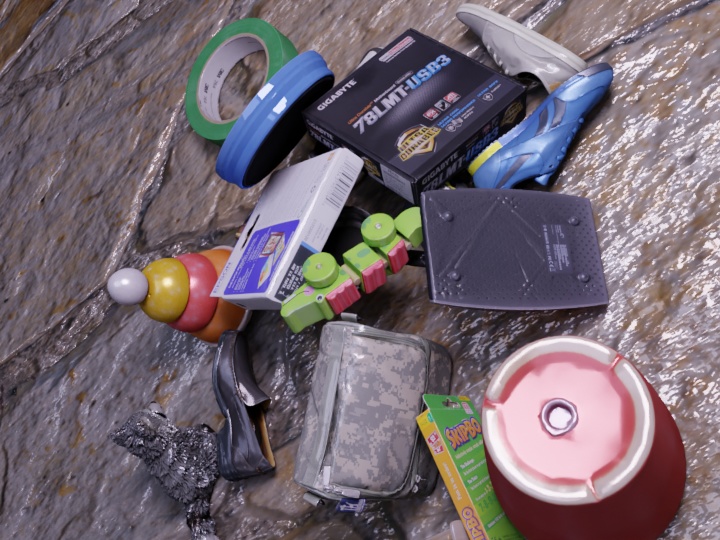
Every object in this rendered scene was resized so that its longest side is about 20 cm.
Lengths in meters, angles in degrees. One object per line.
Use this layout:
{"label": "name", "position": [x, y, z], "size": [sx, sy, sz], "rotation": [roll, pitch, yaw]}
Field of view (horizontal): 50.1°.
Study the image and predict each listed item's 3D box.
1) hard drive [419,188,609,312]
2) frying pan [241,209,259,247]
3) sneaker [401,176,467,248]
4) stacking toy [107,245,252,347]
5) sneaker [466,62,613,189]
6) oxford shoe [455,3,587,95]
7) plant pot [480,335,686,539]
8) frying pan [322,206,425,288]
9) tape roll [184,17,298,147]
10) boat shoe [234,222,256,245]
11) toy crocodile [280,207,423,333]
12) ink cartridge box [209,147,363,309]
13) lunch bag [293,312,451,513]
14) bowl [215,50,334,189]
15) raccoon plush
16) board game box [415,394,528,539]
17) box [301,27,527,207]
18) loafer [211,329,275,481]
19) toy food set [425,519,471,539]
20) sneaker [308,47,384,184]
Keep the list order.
{"label": "hard drive", "position": [0.159, -0.018, 0.820], "size": [0.042, 0.198, 0.136], "rotation": [127, 141, -65]}
{"label": "frying pan", "position": [-0.107, -0.068, 1.096], "size": [0.190, 0.031, 0.116], "rotation": [-37, 61, 22]}
{"label": "sneaker", "position": [0.121, -0.037, 0.915], "size": [0.085, 0.074, 0.201], "rotation": [-54, 52, 31]}
{"label": "stacking toy", "position": [-0.257, 0.026, 1.054], "size": [0.145, 0.199, 0.147], "rotation": [-8, 77, 40]}
{"label": "sneaker", "position": [0.218, -0.148, 0.883], "size": [0.200, 0.066, 0.079], "rotation": [-41, 73, 17]}
{"label": "oxford shoe", "position": [0.182, -0.268, 0.933], "size": [0.200, 0.075, 0.058], "rotation": [42, 111, 33]}
{"label": "plant pot", "position": [0.195, 0.154, 0.706], "size": [0.199, 0.177, 0.202], "rotation": [-9, 64, 18]}
{"label": "frying pan", "position": [0.010, -0.032, 0.933], "size": [0.189, 0.031, 0.116], "rotation": [-15, 67, 16]}
{"label": "tape roll", "position": [-0.186, -0.289, 1.199], "size": [0.199, 0.048, 0.202], "rotation": [-10, 71, 32]}
{"label": "boat shoe", "position": [-0.073, -0.035, 1.030], "size": [0.199, 0.072, 0.068], "rotation": [15, 75, 22]}
{"label": "toy crocodile", "position": [0.000, 0.000, 0.843], "size": [0.199, 0.068, 0.062], "rotation": [-35, 50, -13]}
{"label": "ink cartridge box", "position": [-0.096, -0.046, 0.948], "size": [0.200, 0.043, 0.199], "rotation": [-2, 59, 60]}
{"label": "lunch bag", "position": [0.005, 0.160, 0.864], "size": [0.138, 0.167, 0.202], "rotation": [4, 79, 35]}
{"label": "bowl", "position": [-0.104, -0.187, 0.982], "size": [0.039, 0.201, 0.201], "rotation": [39, 101, 1]}
{"label": "raccoon plush", "position": [-0.249, 0.270, 1.022], "size": [0.097, 0.134, 0.201], "rotation": [-39, 58, 17]}
{"label": "board game box", "position": [0.125, 0.223, 0.808], "size": [0.030, 0.095, 0.201], "rotation": [-39, 58, 28]}
{"label": "box", "position": [0.065, -0.194, 0.941], "size": [0.200, 0.050, 0.198], "rotation": [-40, 58, -19]}
{"label": "loafer", "position": [-0.150, 0.175, 1.031], "size": [0.072, 0.073, 0.202], "rotation": [-12, 79, 21]}
{"label": "toy food set", "position": [0.063, 0.358, 0.797], "size": [0.200, 0.060, 0.144], "rotation": [-46, 52, 46]}
{"label": "sneaker", "position": [-0.007, -0.215, 1.034], "size": [0.075, 0.087, 0.202], "rotation": [13, 82, 37]}
